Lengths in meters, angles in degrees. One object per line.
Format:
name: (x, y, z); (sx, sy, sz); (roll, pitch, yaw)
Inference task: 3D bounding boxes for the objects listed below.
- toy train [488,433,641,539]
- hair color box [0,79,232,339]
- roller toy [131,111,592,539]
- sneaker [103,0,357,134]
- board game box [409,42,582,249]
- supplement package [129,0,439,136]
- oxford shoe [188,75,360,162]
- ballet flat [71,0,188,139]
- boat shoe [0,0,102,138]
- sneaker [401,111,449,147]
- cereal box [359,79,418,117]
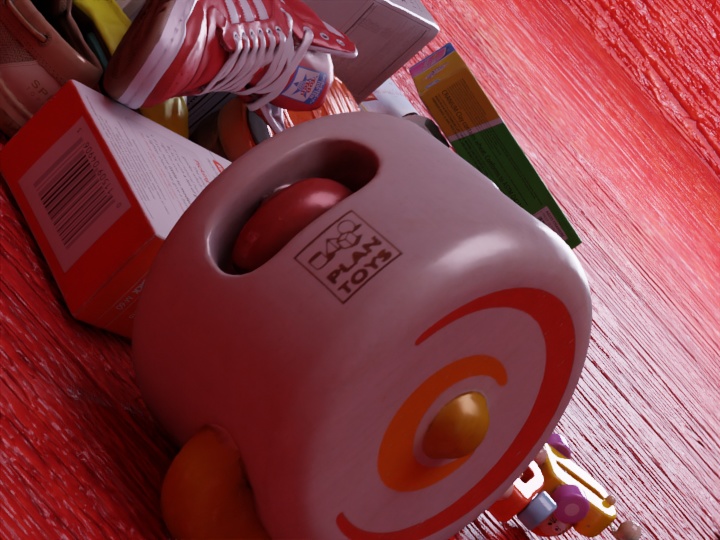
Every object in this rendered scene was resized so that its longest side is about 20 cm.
toy train: (0.125, 0.168, 1.169); (0.200, 0.056, 0.150); (46, 17, 2)
hair color box: (-0.083, -0.009, 1.004); (0.200, 0.064, 0.111); (25, 27, -52)
roller toy: (0.004, 0.035, 0.874); (0.200, 0.183, 0.140); (-2, 34, -45)
sneaker: (-0.064, -0.110, 1.038); (0.112, 0.071, 0.200); (40, 24, -12)
board game box: (0.096, -0.089, 1.460); (0.153, 0.040, 0.200); (56, 6, -10)
supplement package: (-0.088, -0.194, 1.254); (0.191, 0.147, 0.200); (54, 16, 17)
oxford shoe: (-0.053, -0.079, 1.197); (0.200, 0.073, 0.071); (-12, 78, -65)
ballet flat: (-0.137, -0.138, 1.123); (0.200, 0.067, 0.067); (54, -14, 21)
boat shoe: (-0.181, -0.147, 1.052); (0.071, 0.065, 0.200); (31, 24, -47)
sneaker: (0.039, -0.019, 1.380); (0.089, 0.077, 0.200); (-11, 58, -34)
cereal box: (0.050, -0.066, 1.519); (0.200, 0.040, 0.144); (51, 16, 9)
